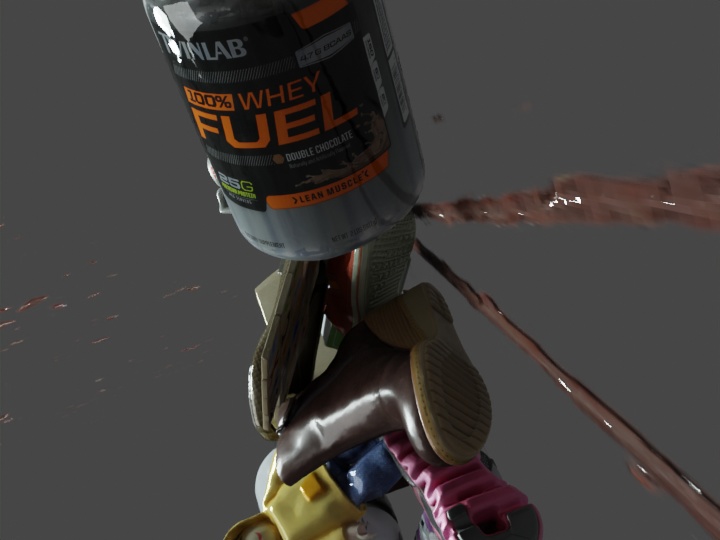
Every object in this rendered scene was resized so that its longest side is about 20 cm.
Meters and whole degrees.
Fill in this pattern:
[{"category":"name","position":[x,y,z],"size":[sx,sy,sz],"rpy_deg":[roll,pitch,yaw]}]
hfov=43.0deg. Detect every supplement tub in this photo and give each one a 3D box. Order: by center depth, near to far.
[{"category":"supplement tub","position":[-0.041,-0.116,0.497],"size":[0.123,0.121,0.201],"rpy_deg":[-113,3,-51]}]

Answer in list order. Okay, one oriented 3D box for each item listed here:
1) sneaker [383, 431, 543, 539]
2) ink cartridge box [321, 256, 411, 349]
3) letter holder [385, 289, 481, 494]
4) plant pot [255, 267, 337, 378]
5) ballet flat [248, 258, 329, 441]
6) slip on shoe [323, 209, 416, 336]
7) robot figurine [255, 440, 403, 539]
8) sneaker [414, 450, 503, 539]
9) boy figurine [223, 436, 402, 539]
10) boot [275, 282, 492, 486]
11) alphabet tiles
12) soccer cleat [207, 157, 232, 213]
[{"category":"sneaker","position":[0.070,0.165,0.682],"size":[0.201,0.078,0.096],"rpy_deg":[-116,11,-51]},{"category":"ink cartridge box","position":[-0.007,0.003,0.934],"size":[0.200,0.059,0.105],"rpy_deg":[-120,46,-72]},{"category":"letter holder","position":[0.036,0.108,0.920],"size":[0.200,0.100,0.144],"rpy_deg":[-123,14,-79]},{"category":"plant pot","position":[-0.034,0.069,1.240],"size":[0.200,0.175,0.202],"rpy_deg":[78,172,-74]},{"category":"ballet flat","position":[-0.058,0.059,0.851],"size":[0.067,0.046,0.202],"rpy_deg":[27,-111,-46]},{"category":"slip on shoe","position":[0.000,0.000,0.746],"size":[0.061,0.074,0.201],"rpy_deg":[35,154,14]},{"category":"robot figurine","position":[-0.031,0.237,0.888],"size":[0.151,0.124,0.200],"rpy_deg":[56,-179,-35]},{"category":"sneaker","position":[0.079,0.202,0.797],"size":[0.200,0.077,0.141],"rpy_deg":[-43,60,61]},{"category":"boy figurine","position":[-0.041,0.190,0.777],"size":[0.125,0.200,0.064],"rpy_deg":[55,-168,29]},{"category":"boot","position":[0.007,0.109,0.652],"size":[0.072,0.166,0.201],"rpy_deg":[40,-162,-20]},{"category":"alphabet tiles","position":[-0.053,0.038,0.722],"size":[0.201,0.007,0.169],"rpy_deg":[98,-175,-60]},{"category":"soccer cleat","position":[-0.089,-0.105,0.777],"size":[0.200,0.084,0.069],"rpy_deg":[103,156,-64]}]
